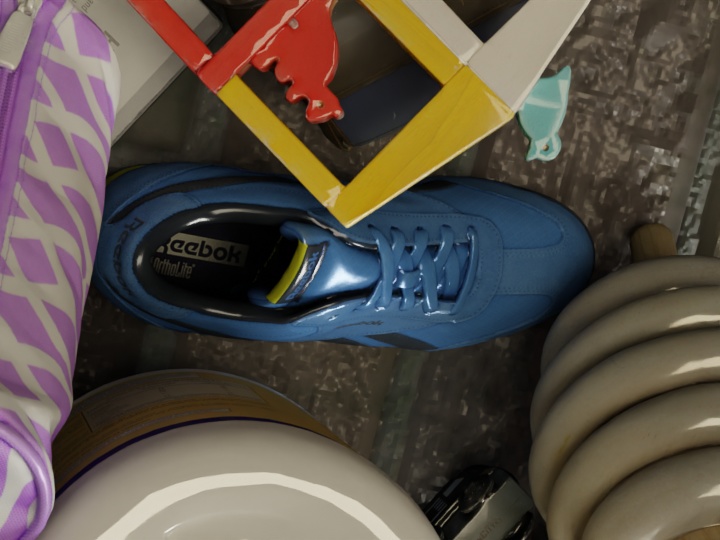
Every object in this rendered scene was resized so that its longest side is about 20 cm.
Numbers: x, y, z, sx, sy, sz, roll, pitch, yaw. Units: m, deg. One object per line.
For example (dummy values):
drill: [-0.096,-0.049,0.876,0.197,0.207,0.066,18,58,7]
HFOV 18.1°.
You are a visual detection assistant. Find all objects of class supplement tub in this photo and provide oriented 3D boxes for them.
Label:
supplement tub: [-0.054,0.110,0.737,0.144,0.200,0.147,-1,95,-11]

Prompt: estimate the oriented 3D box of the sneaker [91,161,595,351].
sneaker: [0.000,0.000,0.805,0.199,0.078,0.066,4,100,-20]

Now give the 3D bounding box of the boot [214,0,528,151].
boot: [0.044,-0.127,0.798,0.199,0.075,0.097,-29,120,1]

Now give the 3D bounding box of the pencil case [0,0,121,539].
pencil case: [-0.117,-0.006,0.679,0.083,0.201,0.086,21,133,-21]

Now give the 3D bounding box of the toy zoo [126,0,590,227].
toy zoo: [-0.007,-0.108,0.737,0.131,0.020,0.200,-44,89,2]

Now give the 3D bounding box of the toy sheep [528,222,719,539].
toy sheep: [0.123,0.063,0.811,0.137,0.201,0.139,-6,134,-6]

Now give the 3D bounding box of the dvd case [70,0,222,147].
dvd case: [-0.165,-0.098,0.756,0.150,0.025,0.200,-46,112,-3]

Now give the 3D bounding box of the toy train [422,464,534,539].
toy train: [-0.012,0.149,0.854,0.200,0.046,0.034,-46,108,-4]
